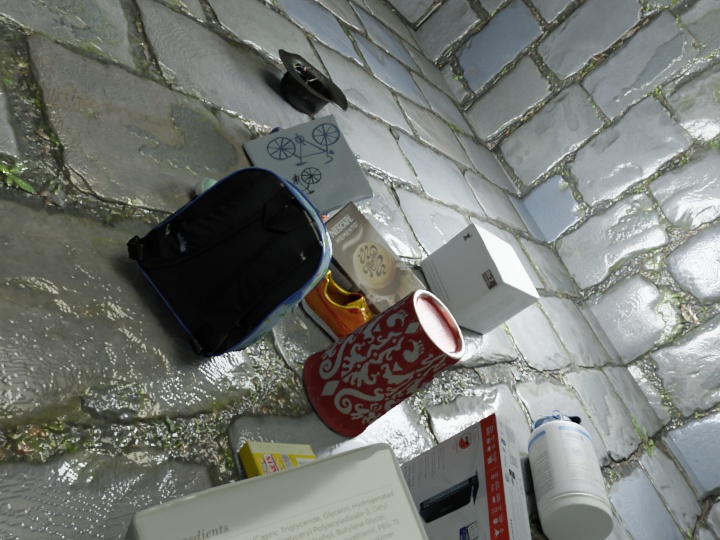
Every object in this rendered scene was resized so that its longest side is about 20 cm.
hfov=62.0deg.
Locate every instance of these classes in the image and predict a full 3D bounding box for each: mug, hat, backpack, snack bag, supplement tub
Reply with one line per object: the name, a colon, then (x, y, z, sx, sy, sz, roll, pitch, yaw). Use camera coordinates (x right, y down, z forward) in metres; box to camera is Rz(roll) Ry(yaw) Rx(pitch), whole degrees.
mug: (0.041, 0.117, 0.850, 0.134, 0.200, 0.177, 50, 27, -2)
hat: (-0.125, -0.411, 1.372, 0.200, 0.081, 0.201, 35, 25, -19)
backpack: (-0.137, -0.019, 0.730, 0.184, 0.199, 0.147, 53, 6, 5)
snack bag: (-0.089, -0.180, 1.080, 0.201, 0.187, 0.021, 62, -17, 20)
supplement tub: (0.398, 0.405, 1.155, 0.132, 0.132, 0.201, 42, 29, -19)

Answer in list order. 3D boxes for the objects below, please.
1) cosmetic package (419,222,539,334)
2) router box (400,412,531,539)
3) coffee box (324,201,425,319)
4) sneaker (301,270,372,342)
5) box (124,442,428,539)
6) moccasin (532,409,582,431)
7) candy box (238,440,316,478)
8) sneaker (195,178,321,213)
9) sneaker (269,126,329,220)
cosmetic package: (0.275, 0.025, 1.384, 0.199, 0.165, 0.166, 21, 39, -47)
router box: (0.126, 0.310, 0.775, 0.049, 0.179, 0.201, 42, 27, -19)
coffee box: (0.000, 0.000, 1.019, 0.200, 0.080, 0.113, 49, 53, -4)
sneaker: (-0.008, 0.085, 0.951, 0.200, 0.077, 0.073, 44, 25, -20)
box: (-0.064, 0.260, 0.441, 0.198, 0.199, 0.172, -5, 57, -31)
moccasin: (0.454, 0.355, 1.376, 0.199, 0.068, 0.081, 1, 56, -58)
candy box: (-0.057, 0.274, 0.646, 0.102, 0.026, 0.201, 19, 28, -45)
sneaker: (-0.143, -0.095, 0.905, 0.200, 0.118, 0.074, 39, 31, -23)
sneaker: (-0.102, -0.193, 1.138, 0.201, 0.078, 0.075, 55, 26, 5)
